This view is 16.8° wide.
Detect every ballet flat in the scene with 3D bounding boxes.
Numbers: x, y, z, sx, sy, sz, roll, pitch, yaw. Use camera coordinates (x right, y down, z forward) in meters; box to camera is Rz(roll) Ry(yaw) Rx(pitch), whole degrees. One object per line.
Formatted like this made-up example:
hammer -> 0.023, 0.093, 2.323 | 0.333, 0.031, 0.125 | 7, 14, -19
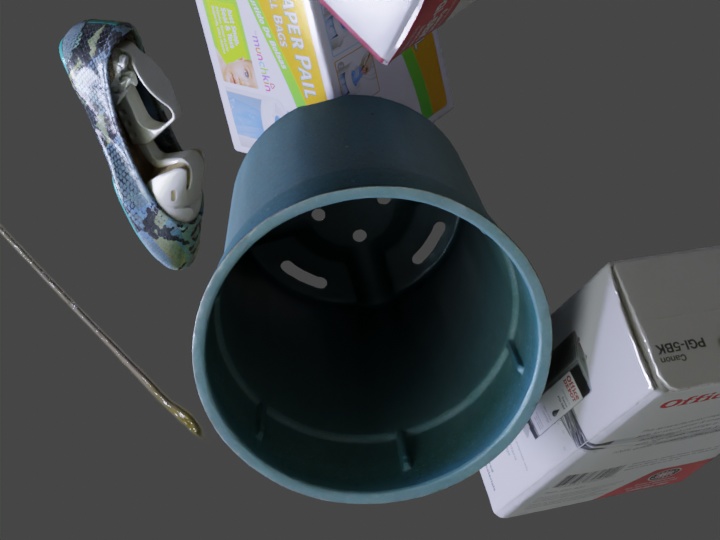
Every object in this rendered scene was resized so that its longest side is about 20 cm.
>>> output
ballet flat -> -0.152, -0.092, 1.772 | 0.074, 0.074, 0.200 | -2, 121, 49

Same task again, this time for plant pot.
plant pot -> 0.000, 0.000, 1.431 | 0.196, 0.200, 0.200 | -99, -5, -62

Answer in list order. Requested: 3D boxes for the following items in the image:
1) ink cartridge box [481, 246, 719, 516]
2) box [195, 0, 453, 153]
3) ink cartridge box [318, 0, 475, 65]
ink cartridge box -> 0.171, 0.063, 1.442 | 0.200, 0.147, 0.083 | -47, 57, 54
box -> -0.031, -0.175, 1.530 | 0.112, 0.101, 0.200 | 14, 129, 42
ink cartridge box -> 0.042, -0.226, 1.322 | 0.147, 0.200, 0.083 | 46, 147, 11
